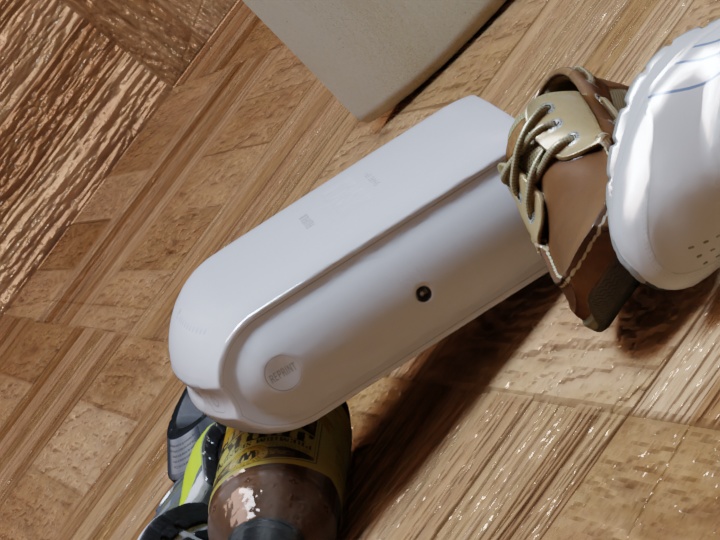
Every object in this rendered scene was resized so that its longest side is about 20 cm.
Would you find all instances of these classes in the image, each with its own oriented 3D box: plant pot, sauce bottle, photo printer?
[{"bbox_3d":[0.034,-0.253,1.969,0.177,0.200,0.200,-19,32,50],"label":"plant pot"},{"bbox_3d":[-0.038,0.109,1.371,0.065,0.065,0.200,-49,12,16],"label":"sauce bottle"},{"bbox_3d":[0.000,0.000,1.380,0.200,0.070,0.166,-33,14,-2],"label":"photo printer"}]

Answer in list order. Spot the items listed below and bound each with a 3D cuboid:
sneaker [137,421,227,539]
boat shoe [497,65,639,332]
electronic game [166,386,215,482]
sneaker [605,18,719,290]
[{"bbox_3d":[-0.083,0.152,1.435,0.081,0.074,0.200,-55,1,25],"label":"sneaker"},{"bbox_3d":[0.091,-0.035,1.218,0.076,0.074,0.200,-58,4,16],"label":"boat shoe"},{"bbox_3d":[-0.046,0.043,1.683,0.200,0.042,0.200,-49,11,13],"label":"electronic game"},{"bbox_3d":[0.164,-0.076,1.093,0.200,0.074,0.087,-53,16,0],"label":"sneaker"}]
